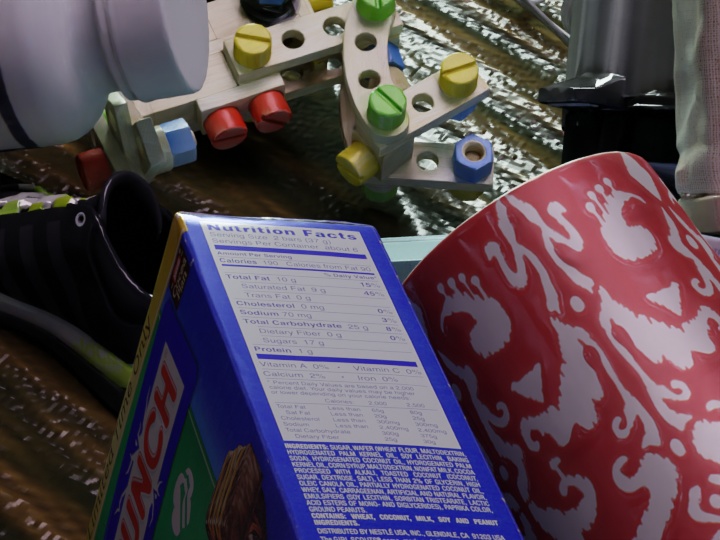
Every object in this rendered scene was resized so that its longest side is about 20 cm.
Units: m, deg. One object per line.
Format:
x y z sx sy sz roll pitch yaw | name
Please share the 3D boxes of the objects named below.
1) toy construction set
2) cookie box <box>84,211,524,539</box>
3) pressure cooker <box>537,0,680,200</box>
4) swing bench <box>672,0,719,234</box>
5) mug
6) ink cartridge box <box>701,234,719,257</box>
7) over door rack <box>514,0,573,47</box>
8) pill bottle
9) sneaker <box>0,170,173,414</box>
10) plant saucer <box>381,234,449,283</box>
-0.045 -0.073 1.255 0.200 0.092 0.131 -12 62 -26 | toy construction set
-0.025 0.104 0.860 0.075 0.171 0.200 6 29 -20 | cookie box
0.179 -0.101 1.285 0.175 0.201 0.179 5 -2 16 | pressure cooker
0.219 -0.115 1.145 0.199 0.199 0.130 -1 0 -6 | swing bench
0.117 0.070 0.957 0.177 0.133 0.200 -3 55 -54 | mug
0.139 0.008 1.127 0.119 0.042 0.200 11 -3 -15 | ink cartridge box
0.048 -0.188 1.444 0.200 0.067 0.148 19 17 -47 | over door rack
-0.170 -0.103 1.154 0.199 0.111 0.111 -6 27 10 | pill bottle
-0.104 -0.011 1.113 0.200 0.083 0.072 32 34 30 | sneaker
0.000 0.000 1.104 0.070 0.019 0.200 -16 8 -42 | plant saucer
